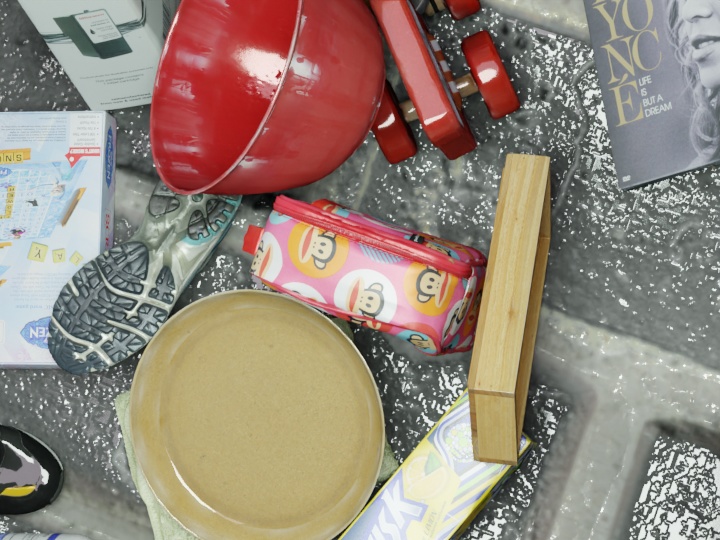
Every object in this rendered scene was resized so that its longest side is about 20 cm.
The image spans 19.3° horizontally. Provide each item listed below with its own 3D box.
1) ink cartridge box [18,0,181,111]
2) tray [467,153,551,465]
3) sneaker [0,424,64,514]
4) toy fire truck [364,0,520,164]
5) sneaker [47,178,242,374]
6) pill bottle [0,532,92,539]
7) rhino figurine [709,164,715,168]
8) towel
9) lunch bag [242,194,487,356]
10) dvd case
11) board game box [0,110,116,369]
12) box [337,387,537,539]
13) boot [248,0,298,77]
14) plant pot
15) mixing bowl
[{"bbox_3d":[-0.195,-0.232,1.577,0.082,0.200,0.148,-8,64,9],"label":"ink cartridge box"},{"bbox_3d":[0.108,0.027,1.520,0.037,0.099,0.201,5,56,9],"label":"tray"},{"bbox_3d":[-0.326,0.134,1.624,0.199,0.090,0.071,23,87,12],"label":"sneaker"},{"bbox_3d":[0.036,-0.178,1.563,0.111,0.168,0.202,-22,80,6],"label":"toy fire truck"},{"bbox_3d":[-0.156,0.004,1.612,0.077,0.086,0.200,40,82,10],"label":"sneaker"},{"bbox_3d":[-0.252,0.254,1.587,0.198,0.112,0.113,0,83,9],"label":"pill bottle"},{"bbox_3d":[0.313,-0.162,1.572,0.087,0.060,0.201,32,90,15],"label":"rhino figurine"},{"bbox_3d":[-0.081,0.129,1.612,0.198,0.036,0.150,-22,81,6],"label":"towel"},{"bbox_3d":[0.000,0.000,1.533,0.175,0.200,0.083,18,91,11],"label":"lunch bag"},{"bbox_3d":[0.238,-0.175,1.574,0.148,0.016,0.202,-16,79,36],"label":"dvd case"},{"bbox_3d":[-0.293,-0.023,1.663,0.198,0.041,0.202,1,83,9],"label":"board game box"},{"bbox_3d":[0.042,0.183,1.567,0.064,0.070,0.200,40,90,11],"label":"box"},{"bbox_3d":[-0.086,-0.208,1.637,0.156,0.076,0.201,-60,39,32],"label":"boot"},{"bbox_3d":[-0.074,0.111,1.560,0.198,0.027,0.202,3,100,15],"label":"plant pot"},{"bbox_3d":[-0.053,-0.135,1.476,0.108,0.200,0.202,18,85,-31],"label":"mixing bowl"}]
